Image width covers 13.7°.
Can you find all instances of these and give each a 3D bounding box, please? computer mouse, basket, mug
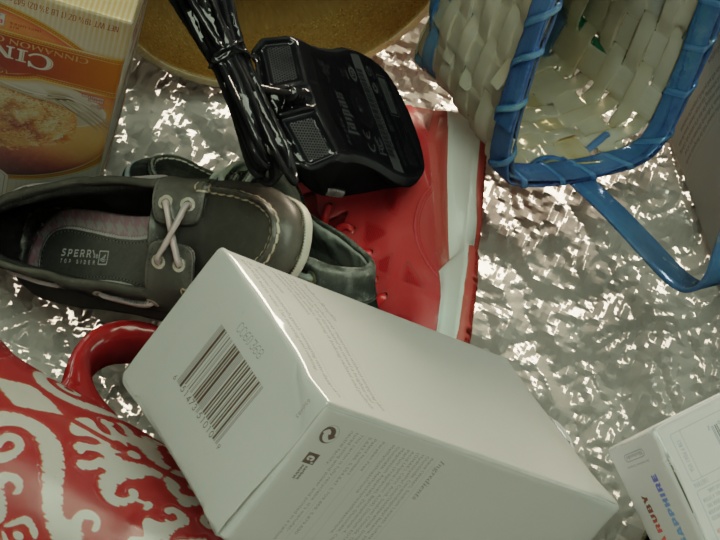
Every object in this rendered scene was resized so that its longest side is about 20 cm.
[{"bbox_3d":[-0.041,-0.096,1.404,0.046,0.200,0.141,-26,82,20],"label":"computer mouse"},{"bbox_3d":[0.131,-0.111,1.451,0.139,0.177,0.200,-10,44,-37],"label":"basket"},{"bbox_3d":[-0.099,0.114,1.327,0.199,0.133,0.178,26,82,12],"label":"mug"}]

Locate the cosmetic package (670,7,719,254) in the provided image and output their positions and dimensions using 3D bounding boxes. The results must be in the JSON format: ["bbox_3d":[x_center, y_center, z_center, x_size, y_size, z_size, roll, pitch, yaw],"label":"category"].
[{"bbox_3d":[0.228,-0.033,1.520,0.085,0.108,0.201,-9,67,-19],"label":"cosmetic package"}]

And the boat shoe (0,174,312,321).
[{"bbox_3d":[-0.107,-0.011,1.392,0.057,0.200,0.067,16,78,-42],"label":"boat shoe"}]

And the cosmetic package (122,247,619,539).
[{"bbox_3d":[0.007,0.075,1.310,0.200,0.081,0.113,24,22,-43],"label":"cosmetic package"}]

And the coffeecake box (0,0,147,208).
[{"bbox_3d":[-0.183,-0.115,1.417,0.153,0.200,0.073,16,61,-3],"label":"coffeecake box"}]

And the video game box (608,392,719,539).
[{"bbox_3d":[0.231,0.123,1.363,0.200,0.047,0.183,-22,84,-33],"label":"video game box"}]

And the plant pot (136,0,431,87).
[{"bbox_3d":[-0.057,-0.230,1.534,0.186,0.187,0.200,-3,50,-14],"label":"plant pot"}]

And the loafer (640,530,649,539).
[{"bbox_3d":[0.152,0.157,1.395,0.076,0.068,0.200,-14,33,23],"label":"loafer"}]

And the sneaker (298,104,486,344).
[{"bbox_3d":[0.000,0.000,1.482,0.115,0.079,0.201,6,49,0],"label":"sneaker"}]

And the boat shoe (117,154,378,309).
[{"bbox_3d":[-0.048,-0.019,1.429,0.072,0.071,0.200,-8,31,-39],"label":"boat shoe"}]
